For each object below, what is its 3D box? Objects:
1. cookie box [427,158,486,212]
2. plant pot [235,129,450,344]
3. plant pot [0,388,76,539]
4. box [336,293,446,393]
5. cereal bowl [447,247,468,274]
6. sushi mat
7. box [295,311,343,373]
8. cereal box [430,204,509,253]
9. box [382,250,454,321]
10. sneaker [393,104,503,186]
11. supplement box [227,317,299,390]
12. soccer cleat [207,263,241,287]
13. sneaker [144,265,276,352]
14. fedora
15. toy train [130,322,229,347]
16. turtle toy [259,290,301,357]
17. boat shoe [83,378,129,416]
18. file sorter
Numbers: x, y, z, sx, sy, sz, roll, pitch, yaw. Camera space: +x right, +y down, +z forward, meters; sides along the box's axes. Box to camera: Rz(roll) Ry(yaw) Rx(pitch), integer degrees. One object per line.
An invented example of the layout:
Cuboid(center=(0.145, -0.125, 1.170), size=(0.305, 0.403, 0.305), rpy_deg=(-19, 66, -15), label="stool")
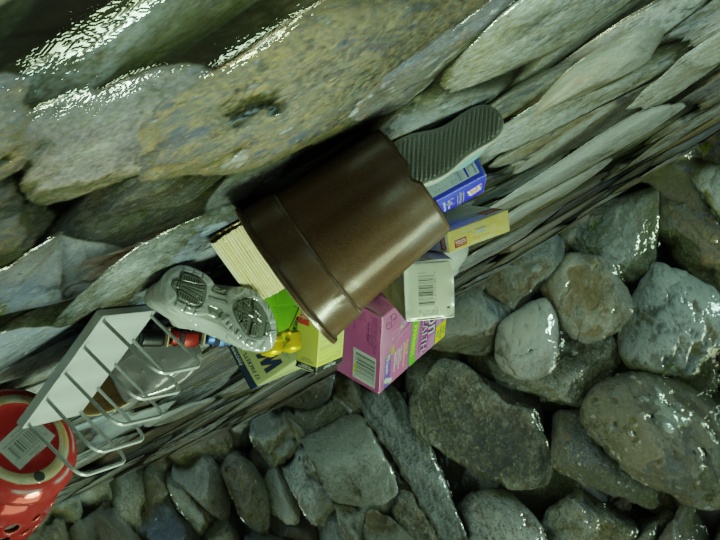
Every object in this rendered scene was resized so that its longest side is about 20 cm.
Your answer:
Cuboid(center=(0.078, -0.108, 1.604), size=(0.199, 0.075, 0.171), rpy_deg=(-28, 174, 2), label="cookie box")
Cuboid(center=(-0.012, -0.050, 1.326), size=(0.198, 0.201, 0.200), rpy_deg=(-36, 171, 1), label="plant pot")
Cuboid(center=(-0.518, 0.277, 1.585), size=(0.200, 0.201, 0.183), rpy_deg=(-19, 158, -47), label="plant pot")
Cuboid(center=(0.058, 0.078, 1.913), size=(0.200, 0.096, 0.177), rpy_deg=(-37, 143, -39), label="box")
Cuboid(center=(0.152, -0.010, 2.408), size=(0.199, 0.084, 0.200), rpy_deg=(-27, 170, -5), label="cereal bowl")
Cuboid(center=(-0.129, -0.018, 1.475), size=(0.095, 0.012, 0.200), rpy_deg=(-29, 153, -2), label="sushi mat")
Cuboid(center=(-0.062, 0.059, 1.785), size=(0.050, 0.201, 0.075), rpy_deg=(16, -158, 33), label="box")
Cuboid(center=(0.116, -0.071, 1.755), size=(0.143, 0.040, 0.199), rpy_deg=(-20, -159, -38), label="cereal box")
Cuboid(center=(0.084, 0.008, 1.727), size=(0.077, 0.096, 0.200), rpy_deg=(-6, -168, -10), label="box")
Cuboid(center=(0.099, -0.146, 1.463), size=(0.199, 0.074, 0.082), rpy_deg=(-25, 167, -21), label="sneaker")
Cuboid(center=(-0.106, 0.092, 1.992), size=(0.200, 0.135, 0.200), rpy_deg=(-36, 169, 37), label="supplement box")
Cuboid(center=(-0.141, -0.001, 1.600), size=(0.199, 0.070, 0.086), rpy_deg=(-19, 177, -23), label="soccer cleat")
Cuboid(center=(-0.204, 0.055, 1.508), size=(0.200, 0.078, 0.099), rpy_deg=(32, 150, -31), label="sneaker")
Cuboid(center=(-0.328, 0.146, 1.743), size=(0.199, 0.091, 0.177), rpy_deg=(-27, 171, -8), label="fedora")
Cuboid(center=(-0.266, 0.098, 1.664), size=(0.199, 0.034, 0.046), rpy_deg=(2, -168, -45), label="toy train")
Cuboid(center=(-0.152, 0.061, 1.720), size=(0.101, 0.147, 0.200), rpy_deg=(-8, 177, 18), label="turtle toy")
Cuboid(center=(-0.383, 0.184, 1.849), size=(0.199, 0.074, 0.063), rpy_deg=(-27, 173, -23), label="boat shoe")
Cuboid(center=(-0.338, 0.166, 1.519), size=(0.200, 0.124, 0.139), rpy_deg=(-51, 165, 13), label="file sorter")
